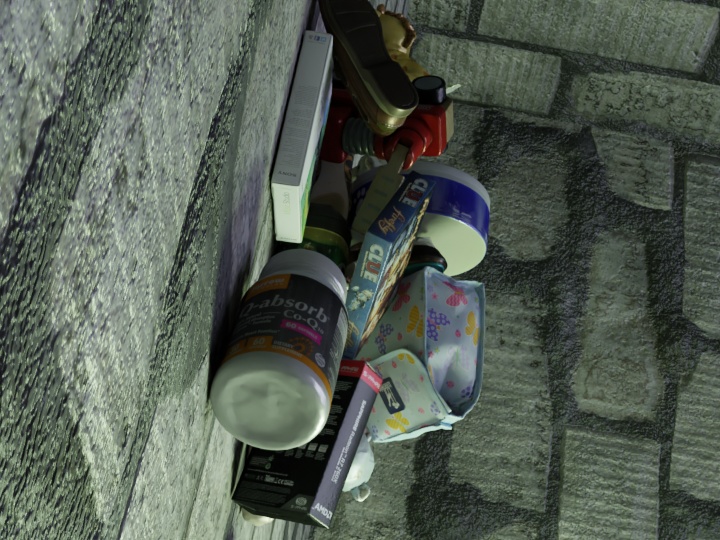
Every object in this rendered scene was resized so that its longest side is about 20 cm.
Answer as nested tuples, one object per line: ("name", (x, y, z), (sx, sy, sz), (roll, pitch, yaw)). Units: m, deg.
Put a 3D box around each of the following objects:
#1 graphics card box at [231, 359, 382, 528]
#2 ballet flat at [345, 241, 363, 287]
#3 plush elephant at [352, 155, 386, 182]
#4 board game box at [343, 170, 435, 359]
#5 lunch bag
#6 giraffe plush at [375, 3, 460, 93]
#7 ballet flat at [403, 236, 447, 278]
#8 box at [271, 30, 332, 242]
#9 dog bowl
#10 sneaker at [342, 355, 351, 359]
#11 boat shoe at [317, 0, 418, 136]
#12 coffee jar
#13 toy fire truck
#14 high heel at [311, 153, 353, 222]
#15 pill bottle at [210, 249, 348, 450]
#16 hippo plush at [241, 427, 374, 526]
("graphics card box", (-0.063, 0.203, 1.558), (0.051, 0.125, 0.201), (48, 54, -44))
("ballet flat", (0.000, 0.000, 1.704), (0.200, 0.065, 0.071), (-22, 103, -59))
("plush elephant", (0.007, -0.115, 2.031), (0.165, 0.199, 0.156), (-20, 102, -79))
("board game box", (0.026, -0.005, 1.560), (0.136, 0.035, 0.200), (-54, 167, -45))
("lunch bag", (0.071, 0.116, 1.692), (0.169, 0.127, 0.201), (-24, -122, 53))
("giraffe plush", (0.033, -0.317, 1.975), (0.173, 0.199, 0.163), (75, -4, -76))
("ballet flat", (0.068, -0.006, 1.755), (0.200, 0.068, 0.069), (125, -31, -66))
("box", (-0.065, -0.151, 1.482), (0.144, 0.036, 0.201), (94, 8, -66))
("dog bowl", (0.080, -0.067, 1.802), (0.200, 0.199, 0.079), (95, 0, -62))
("sneaker", (-0.007, 0.115, 1.779), (0.078, 0.075, 0.201), (37, 58, -57))
("boat shoe", (-0.007, -0.249, 1.514), (0.068, 0.072, 0.201), (-48, -121, 49))
("coffee jar", (-0.067, 0.023, 1.560), (0.104, 0.085, 0.201), (72, 27, -69))
("toy fire truck", (0.010, -0.150, 1.623), (0.200, 0.175, 0.129), (-57, 151, -49))
("high heel", (-0.035, -0.120, 1.810), (0.143, 0.071, 0.201), (-51, 143, -72))
("pill bottle", (-0.073, 0.072, 1.281), (0.200, 0.116, 0.117), (-78, 177, -54))
("hippo plush", (-0.065, 0.266, 1.703), (0.200, 0.160, 0.160), (94, 6, -66))
